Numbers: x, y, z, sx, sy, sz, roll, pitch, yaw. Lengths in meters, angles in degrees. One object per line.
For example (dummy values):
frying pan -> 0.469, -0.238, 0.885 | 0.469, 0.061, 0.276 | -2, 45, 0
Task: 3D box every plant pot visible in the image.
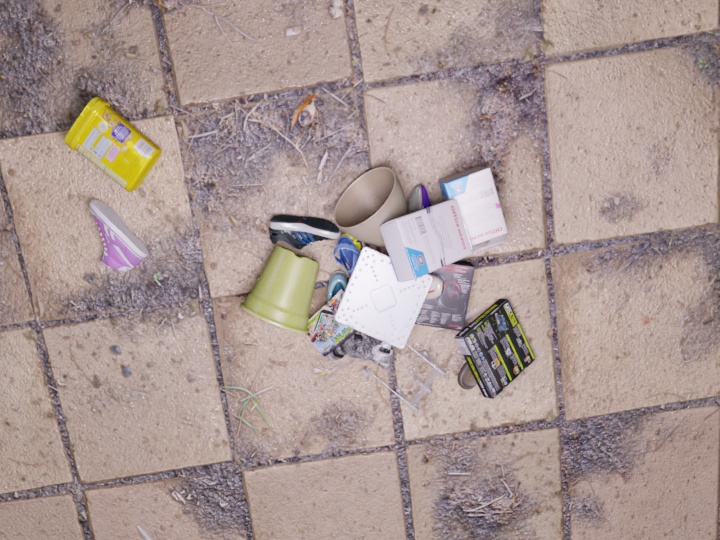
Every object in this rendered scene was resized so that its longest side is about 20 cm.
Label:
plant pot -> -0.196, 0.042, 1.595 | 0.196, 0.200, 0.188 | 22, 90, -6

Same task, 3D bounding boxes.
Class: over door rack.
over door rack -> 0.124, 0.280, 1.705 | 0.198, 0.067, 0.149 | 35, 99, -2

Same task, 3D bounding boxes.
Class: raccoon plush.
raccoon plush -> 0.014, 0.232, 1.660 | 0.135, 0.096, 0.200 | 50, 139, 1

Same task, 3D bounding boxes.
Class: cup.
cup -> 0.048, -0.145, 1.566 | 0.200, 0.201, 0.143 | -41, 124, 7

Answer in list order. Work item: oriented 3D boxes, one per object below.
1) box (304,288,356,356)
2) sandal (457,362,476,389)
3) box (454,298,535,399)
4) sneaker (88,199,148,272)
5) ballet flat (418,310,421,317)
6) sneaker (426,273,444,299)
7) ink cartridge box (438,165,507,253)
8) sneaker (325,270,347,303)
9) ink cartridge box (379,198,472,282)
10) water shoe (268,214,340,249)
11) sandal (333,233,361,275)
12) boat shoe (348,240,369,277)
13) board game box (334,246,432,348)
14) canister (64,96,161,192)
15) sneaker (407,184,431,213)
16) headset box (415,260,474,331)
box -> -0.075, 0.145, 1.624 | 0.110, 0.035, 0.200 | 46, 132, -1
sandal -> 0.340, 0.250, 1.706 | 0.080, 0.055, 0.203 | 28, 95, -7
box -> 0.376, 0.215, 1.665 | 0.192, 0.047, 0.203 | -35, 104, -27
sneaker -> -0.677, -0.084, 1.606 | 0.113, 0.073, 0.202 | -36, 100, 9
ballet flat -> 0.095, 0.123, 1.643 | 0.067, 0.199, 0.065 | -1, 70, -40
sneaker -> 0.122, 0.035, 1.583 | 0.197, 0.092, 0.072 | 16, 104, 37
ink cartridge box -> 0.298, -0.157, 1.587 | 0.125, 0.125, 0.205 | -17, 102, 3
sneaker -> -0.068, 0.108, 1.654 | 0.072, 0.082, 0.206 | -1, 102, 0
ink cartridge box -> 0.164, -0.075, 1.482 | 0.197, 0.085, 0.150 | -21, 92, -33
water shoe -> -0.150, -0.099, 1.626 | 0.195, 0.072, 0.081 | 10, 120, 3
sandal -> -0.010, -0.004, 1.564 | 0.079, 0.087, 0.201 | -42, 79, 26
boat shoe -> 0.000, 0.000, 1.638 | 0.071, 0.075, 0.206 | -10, 96, 7
board game box -> 0.058, 0.069, 1.527 | 0.196, 0.026, 0.204 | 23, 97, -7
canister -> -0.635, -0.320, 1.551 | 0.199, 0.087, 0.149 | 39, 98, -10
sneaker -> 0.183, -0.127, 1.616 | 0.097, 0.069, 0.206 | 1, 79, -29
headset box -> 0.226, 0.051, 1.653 | 0.144, 0.075, 0.206 | 7, 102, -2
